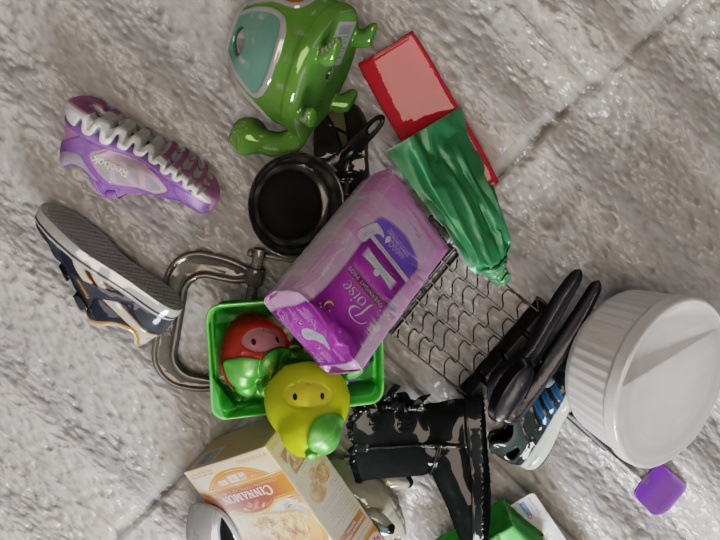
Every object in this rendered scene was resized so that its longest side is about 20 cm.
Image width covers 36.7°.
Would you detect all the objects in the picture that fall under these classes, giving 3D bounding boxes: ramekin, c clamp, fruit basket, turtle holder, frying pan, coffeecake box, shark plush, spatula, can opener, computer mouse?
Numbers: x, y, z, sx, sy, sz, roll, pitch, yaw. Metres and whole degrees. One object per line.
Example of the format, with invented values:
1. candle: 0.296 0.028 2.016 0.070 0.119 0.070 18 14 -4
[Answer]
1. ramekin: 0.321 0.114 1.241 0.202 0.094 0.203 -15 115 -34
2. c clamp: -0.160 0.060 1.294 0.170 0.027 0.201 17 103 -5
3. fruit basket: 0.187 0.389 1.362 0.185 0.094 0.200 -34 117 8
4. turtle holder: -0.076 -0.220 1.184 0.131 0.141 0.186 28 140 13
5. frying pan: -0.058 -0.106 1.191 0.115 0.031 0.191 24 84 -26
6. coffeecake box: -0.090 0.282 1.292 0.153 0.073 0.200 -24 106 40
7. shark plush: -0.029 0.280 1.333 0.199 0.091 0.083 24 133 -11
8. spatula: 0.322 0.229 1.343 0.200 0.021 0.057 41 88 -7
9. can opener: 0.212 0.091 1.241 0.063 0.079 0.200 36 90 -17
10. fruit basket: -0.068 0.108 1.205 0.214 0.216 0.156 -1 105 0
11. computer mouse: -0.168 0.371 1.325 0.109 0.044 0.201 -2 119 38

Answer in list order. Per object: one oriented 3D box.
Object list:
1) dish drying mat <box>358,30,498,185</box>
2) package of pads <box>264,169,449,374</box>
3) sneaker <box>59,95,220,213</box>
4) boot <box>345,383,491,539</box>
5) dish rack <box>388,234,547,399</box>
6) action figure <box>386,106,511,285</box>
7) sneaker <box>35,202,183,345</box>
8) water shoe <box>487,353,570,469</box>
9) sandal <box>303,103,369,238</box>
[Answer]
1. dish drying mat: 0.079 -0.169 1.246 0.077 0.018 0.200 -30 103 7
2. package of pads: 0.000 0.000 1.157 0.121 0.076 0.200 50 58 -19
3. sneaker: -0.256 -0.114 1.230 0.200 0.081 0.089 30 108 -3
4. boot: 0.070 0.233 1.284 0.162 0.073 0.199 -3 98 13
5. dish rack: 0.113 0.051 1.283 0.200 0.055 0.154 39 99 -7
6. action figure: 0.114 -0.070 1.221 0.118 0.055 0.201 -32 96 -26
7. sneaker: -0.306 0.010 1.255 0.200 0.078 0.079 40 109 -4
8. water shoe: 0.212 0.144 1.297 0.079 0.072 0.201 19 102 -3
9. sandal: -0.023 -0.091 1.248 0.079 0.057 0.202 8 89 3
